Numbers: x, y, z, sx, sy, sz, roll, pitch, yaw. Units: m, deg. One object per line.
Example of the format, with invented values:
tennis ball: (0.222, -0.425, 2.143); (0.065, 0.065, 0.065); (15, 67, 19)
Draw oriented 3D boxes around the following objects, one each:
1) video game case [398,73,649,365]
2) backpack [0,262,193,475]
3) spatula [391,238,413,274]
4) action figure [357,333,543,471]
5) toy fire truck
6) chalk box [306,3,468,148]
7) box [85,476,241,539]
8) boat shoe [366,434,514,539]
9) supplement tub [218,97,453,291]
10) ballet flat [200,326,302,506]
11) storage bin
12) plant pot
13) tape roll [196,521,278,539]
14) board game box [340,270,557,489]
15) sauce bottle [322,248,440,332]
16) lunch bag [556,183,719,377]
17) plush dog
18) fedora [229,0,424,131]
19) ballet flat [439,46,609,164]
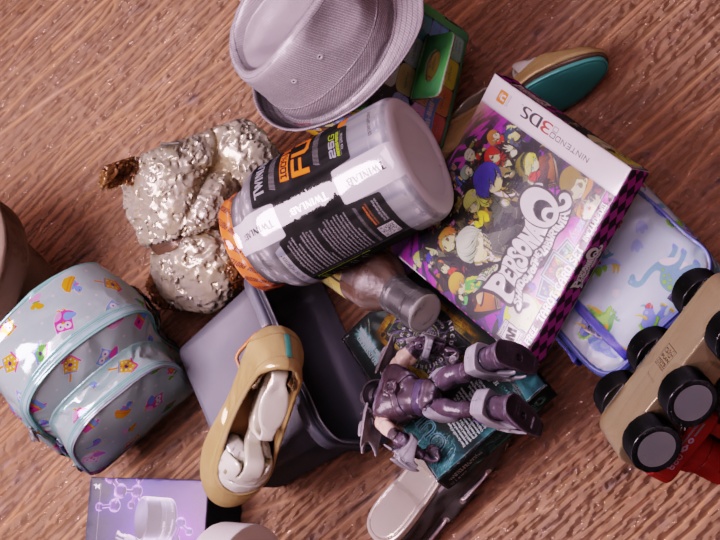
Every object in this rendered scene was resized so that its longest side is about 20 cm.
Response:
video game case: (0.142, -0.048, 1.356); (0.181, 0.036, 0.201); (42, 112, 37)
backpack: (-0.268, 0.094, 1.479); (0.175, 0.200, 0.153); (-39, 60, -8)
spatula: (0.110, -0.072, 1.473); (0.199, 0.021, 0.057); (-35, 46, 8)
action figure: (0.069, 0.114, 1.347); (0.199, 0.069, 0.131); (-9, 67, 45)
toy fire truck: (0.332, 0.124, 1.290); (0.177, 0.199, 0.129); (-55, 26, 14)
chalk box: (0.018, -0.195, 1.456); (0.199, 0.124, 0.126); (8, 80, 43)
box: (-0.200, 0.310, 1.489); (0.140, 0.079, 0.202); (-3, 77, 25)
boat shoe: (0.087, 0.186, 1.414); (0.200, 0.057, 0.067); (-47, 49, 2)
supplement tub: (-0.025, -0.064, 1.381); (0.199, 0.122, 0.124); (-27, 69, 22)
ballet flat: (-0.098, 0.145, 1.344); (0.063, 0.068, 0.201); (-116, 37, -55)
storage bin: (-0.089, 0.113, 1.460); (0.134, 0.145, 0.201); (-36, 66, 22)
plant pot: (-0.385, 0.035, 1.564); (0.199, 0.174, 0.202); (-17, 59, 29)
tape roll: (-0.118, 0.334, 1.380); (0.037, 0.203, 0.205); (0, 78, 22)
board game box: (0.078, 0.089, 1.416); (0.135, 0.028, 0.200); (-42, 50, 7)
sauce bottle: (0.000, 0.000, 1.455); (0.200, 0.065, 0.065); (36, 93, 42)
lunch bag: (0.222, -0.005, 1.381); (0.161, 0.082, 0.200); (-45, 64, 12)
plush dog: (-0.173, -0.041, 1.510); (0.199, 0.160, 0.173); (-17, 95, 43)
fedora: (-0.047, -0.226, 1.377); (0.199, 0.090, 0.178); (-33, 54, 28)
ballet flat: (0.147, -0.167, 1.460); (0.199, 0.069, 0.063); (-35, 53, 11)
